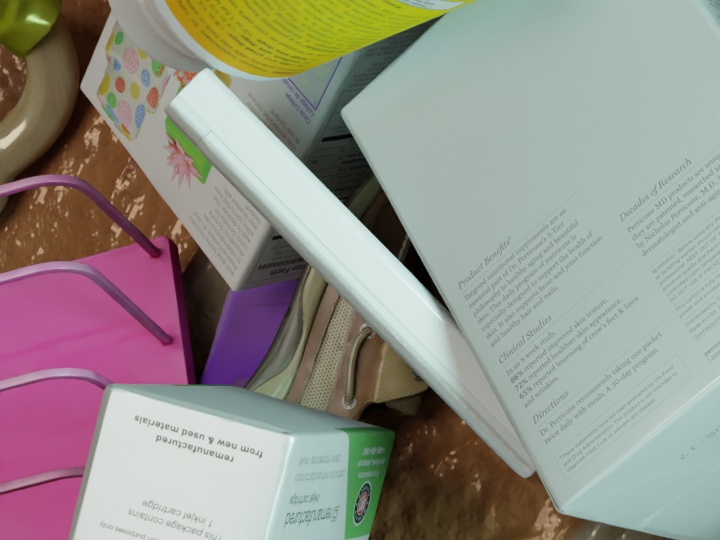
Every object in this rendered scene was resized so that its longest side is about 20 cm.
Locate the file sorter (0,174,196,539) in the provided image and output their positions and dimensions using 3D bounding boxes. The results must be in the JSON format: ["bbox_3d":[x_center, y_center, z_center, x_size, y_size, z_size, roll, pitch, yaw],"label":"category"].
[{"bbox_3d":[-0.157,0.074,1.123,0.139,0.125,0.200,-15,67,13],"label":"file sorter"}]

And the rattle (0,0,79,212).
[{"bbox_3d":[-0.228,-0.087,1.308,0.143,0.130,0.200,46,133,47],"label":"rattle"}]

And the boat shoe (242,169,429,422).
[{"bbox_3d":[-0.003,0.040,1.108,0.074,0.076,0.200,28,86,6],"label":"boat shoe"}]

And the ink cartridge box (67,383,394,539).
[{"bbox_3d":[-0.065,0.151,0.990,0.084,0.145,0.200,15,91,16],"label":"ink cartridge box"}]

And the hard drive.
[{"bbox_3d":[0.000,0.000,1.008,0.026,0.132,0.200,-44,92,-1],"label":"hard drive"}]

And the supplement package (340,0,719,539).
[{"bbox_3d":[0.125,-0.019,0.966,0.152,0.151,0.200,-42,57,22],"label":"supplement package"}]

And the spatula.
[{"bbox_3d":[-0.056,0.099,1.155,0.056,0.021,0.200,-4,77,42],"label":"spatula"}]

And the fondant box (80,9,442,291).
[{"bbox_3d":[-0.040,-0.112,1.122,0.144,0.058,0.200,51,132,27],"label":"fondant box"}]

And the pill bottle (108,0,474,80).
[{"bbox_3d":[-0.014,-0.139,0.960,0.200,0.109,0.109,-17,67,48],"label":"pill bottle"}]
